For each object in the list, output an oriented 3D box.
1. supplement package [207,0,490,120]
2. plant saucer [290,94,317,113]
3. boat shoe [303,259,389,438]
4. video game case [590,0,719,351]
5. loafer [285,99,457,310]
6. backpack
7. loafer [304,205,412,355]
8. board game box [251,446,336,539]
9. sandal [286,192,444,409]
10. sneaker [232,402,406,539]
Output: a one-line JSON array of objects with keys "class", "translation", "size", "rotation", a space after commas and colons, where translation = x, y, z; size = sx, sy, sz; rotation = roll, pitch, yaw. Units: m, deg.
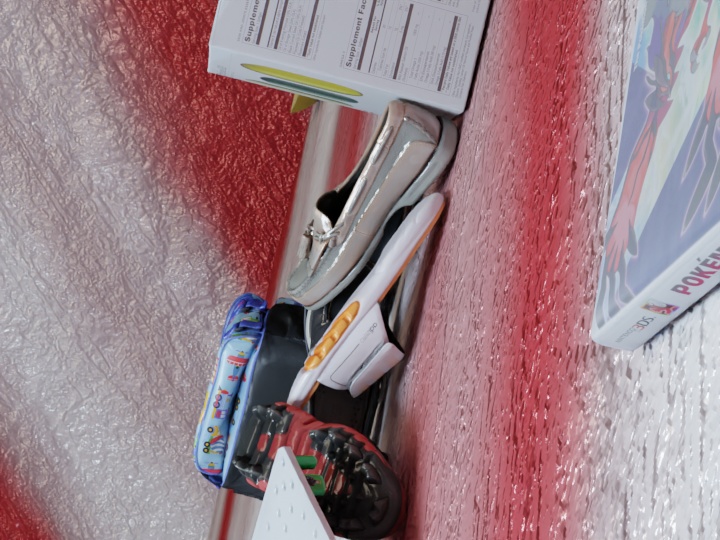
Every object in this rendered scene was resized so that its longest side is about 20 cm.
[{"class": "supplement package", "translation": [-0.008, -0.213, 1.252], "size": [0.152, 0.198, 0.152], "rotation": [177, 107, -84]}, {"class": "plant saucer", "translation": [-0.083, -0.408, 3.046], "size": [0.200, 0.048, 0.202], "rotation": [145, 138, -81]}, {"class": "boat shoe", "translation": [-0.013, 0.080, 1.275], "size": [0.060, 0.073, 0.202], "rotation": [141, 146, -70]}, {"class": "video game case", "translation": [0.131, -0.090, 0.566], "size": [0.182, 0.023, 0.202], "rotation": [119, 163, -69]}, {"class": "loafer", "translation": [-0.006, -0.054, 1.244], "size": [0.200, 0.063, 0.072], "rotation": [-49, 28, 27]}, {"class": "backpack", "translation": [-0.075, 0.105, 1.509], "size": [0.200, 0.133, 0.184], "rotation": [-85, 11, -70]}, {"class": "loafer", "translation": [0.000, 0.000, 1.355], "size": [0.063, 0.071, 0.202], "rotation": [-130, 57, -77]}, {"class": "board game box", "translation": [-0.034, 0.250, 1.016], "size": [0.200, 0.026, 0.201], "rotation": [-123, 43, -53]}, {"class": "sandal", "translation": [0.016, 0.039, 1.196], "size": [0.207, 0.059, 0.079], "rotation": [-54, 3, 9]}, {"class": "sneaker", "translation": [-0.010, 0.148, 1.126], "size": [0.200, 0.097, 0.071], "rotation": [16, 81, 61]}]
